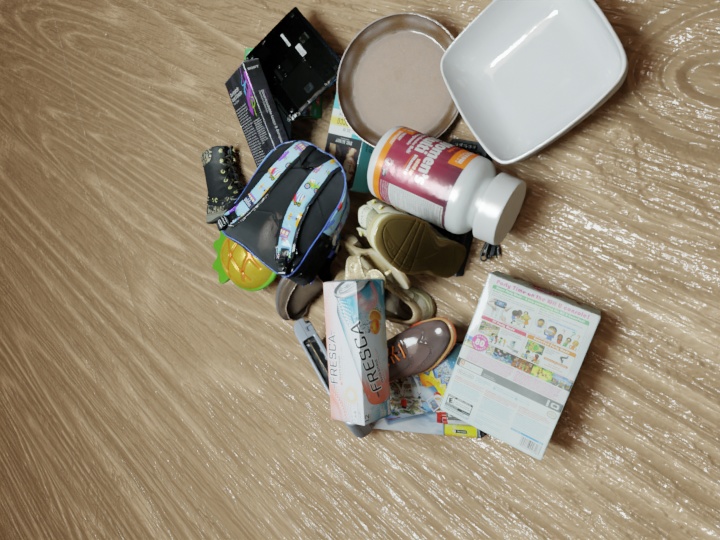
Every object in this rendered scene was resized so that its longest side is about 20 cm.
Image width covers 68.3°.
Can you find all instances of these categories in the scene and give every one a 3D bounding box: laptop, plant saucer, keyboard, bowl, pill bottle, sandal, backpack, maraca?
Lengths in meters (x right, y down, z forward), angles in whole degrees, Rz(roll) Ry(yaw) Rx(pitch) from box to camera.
[{"bbox_3d":[-0.123,-0.324,0.953,0.200,0.103,0.178,-41,68,12],"label":"laptop"},{"bbox_3d":[0.062,-0.283,0.810,0.199,0.032,0.202,3,101,15],"label":"plant saucer"},{"bbox_3d":[0.160,-0.088,0.788,0.127,0.021,0.201,20,106,36],"label":"keyboard"},{"bbox_3d":[0.226,-0.258,0.692,0.199,0.074,0.201,-37,70,34],"label":"bowl"},{"bbox_3d":[0.117,-0.117,0.733,0.199,0.109,0.110,28,110,25],"label":"pill bottle"},{"bbox_3d":[0.003,0.004,0.835,0.070,0.078,0.212,-42,30,-6],"label":"sandal"},{"bbox_3d":[-0.104,-0.099,0.868,0.182,0.134,0.201,33,90,23],"label":"backpack"},{"bbox_3d":[-0.226,-0.029,1.040,0.199,0.107,0.138,2,86,38],"label":"maraca"}]

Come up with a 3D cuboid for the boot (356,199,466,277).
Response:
[{"bbox_3d":[0.043,-0.057,0.754,0.154,0.199,0.072,35,103,39],"label":"boot"}]

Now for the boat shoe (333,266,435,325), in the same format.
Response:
[{"bbox_3d":[0.025,0.039,0.873,0.199,0.064,0.072,16,102,36],"label":"boat shoe"}]

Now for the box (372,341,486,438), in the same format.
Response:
[{"bbox_3d":[0.100,0.184,0.839,0.199,0.038,0.138,-8,87,38],"label":"box"}]

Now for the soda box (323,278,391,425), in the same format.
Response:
[{"bbox_3d":[-0.005,0.113,0.761,0.068,0.063,0.202,-3,91,41],"label":"soda box"}]

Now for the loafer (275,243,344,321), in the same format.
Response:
[{"bbox_3d":[-0.092,0.013,0.958,0.071,0.073,0.201,36,114,32],"label":"loafer"}]

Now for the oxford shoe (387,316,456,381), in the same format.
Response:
[{"bbox_3d":[0.057,0.133,0.799,0.200,0.072,0.071,-39,69,33],"label":"oxford shoe"}]

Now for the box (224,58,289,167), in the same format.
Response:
[{"bbox_3d":[-0.180,-0.263,0.961,0.143,0.036,0.201,11,125,63],"label":"box"}]

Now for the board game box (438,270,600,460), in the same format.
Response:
[{"bbox_3d":[0.209,0.120,0.706,0.147,0.064,0.201,23,102,23],"label":"board game box"}]

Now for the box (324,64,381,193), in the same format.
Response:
[{"bbox_3d":[-0.008,-0.239,0.893,0.082,0.049,0.201,22,105,35],"label":"box"}]

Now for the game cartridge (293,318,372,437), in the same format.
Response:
[{"bbox_3d":[-0.046,0.186,0.902,0.041,0.133,0.200,-28,62,-11],"label":"game cartridge"}]

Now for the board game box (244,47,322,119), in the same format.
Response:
[{"bbox_3d":[-0.151,-0.359,1.011,0.199,0.029,0.136,12,99,37],"label":"board game box"}]

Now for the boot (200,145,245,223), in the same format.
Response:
[{"bbox_3d":[-0.260,-0.183,1.074,0.203,0.073,0.155,-9,89,45],"label":"boot"}]
